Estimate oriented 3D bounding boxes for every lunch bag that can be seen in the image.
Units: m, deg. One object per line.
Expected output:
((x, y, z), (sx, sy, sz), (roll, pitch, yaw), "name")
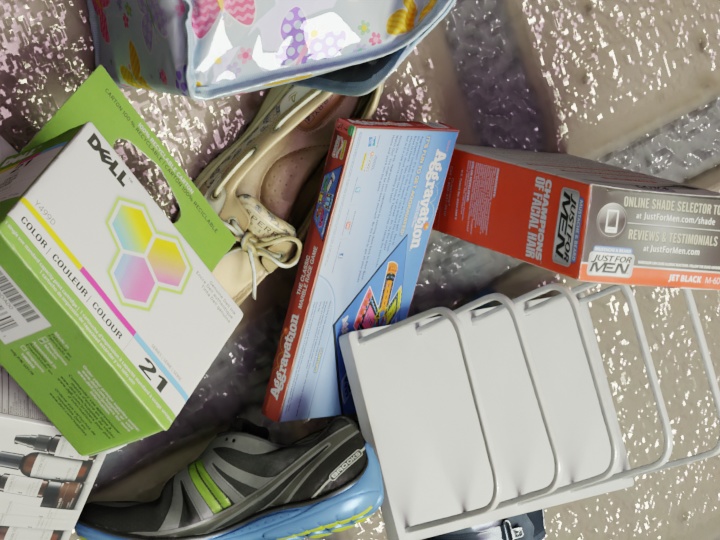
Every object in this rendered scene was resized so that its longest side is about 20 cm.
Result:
((-0.046, -0.166, 1.204), (0.200, 0.170, 0.127), (-16, 104, -24), "lunch bag")

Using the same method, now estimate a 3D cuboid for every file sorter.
((0.114, 0.081, 1.295), (0.200, 0.125, 0.139), (-9, 80, -34), "file sorter")

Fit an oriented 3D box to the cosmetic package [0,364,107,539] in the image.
((-0.215, 0.145, 1.191), (0.083, 0.051, 0.200), (13, 127, -18), "cosmetic package")

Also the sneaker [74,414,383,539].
((-0.084, 0.139, 1.279), (0.199, 0.071, 0.083), (-15, 73, 11), "sneaker")

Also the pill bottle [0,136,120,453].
((-0.199, 0.014, 1.196), (0.114, 0.114, 0.200), (-48, 116, -10), "pill bottle")

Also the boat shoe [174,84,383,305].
((-0.056, -0.054, 1.281), (0.073, 0.063, 0.200), (31, 86, -28), "boat shoe")

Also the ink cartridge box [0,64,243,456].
((-0.132, -0.019, 1.136), (0.148, 0.076, 0.200), (52, 43, -20), "ink cartridge box")

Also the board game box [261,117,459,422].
((0.000, 0.000, 1.305), (0.103, 0.019, 0.200), (-1, 112, -47), "board game box")

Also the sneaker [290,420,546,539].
((0.038, 0.169, 1.363), (0.202, 0.077, 0.146), (-11, 102, -25), "sneaker")

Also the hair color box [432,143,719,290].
((0.137, -0.037, 1.301), (0.111, 0.200, 0.064), (4, 98, -26), "hair color box")
